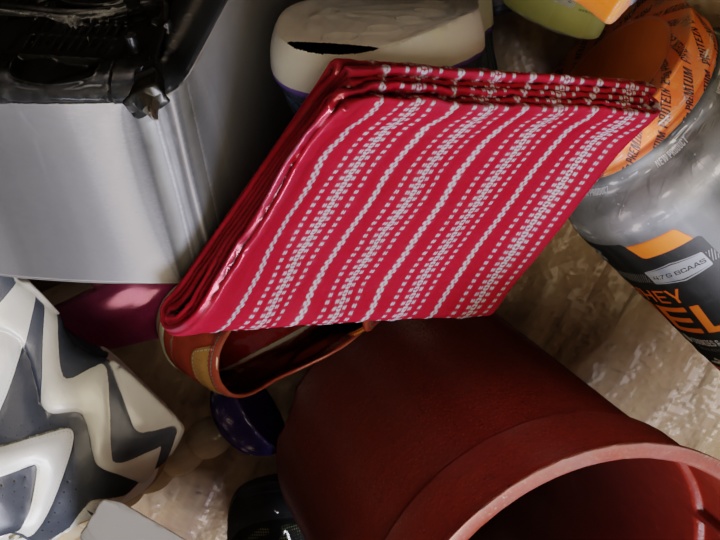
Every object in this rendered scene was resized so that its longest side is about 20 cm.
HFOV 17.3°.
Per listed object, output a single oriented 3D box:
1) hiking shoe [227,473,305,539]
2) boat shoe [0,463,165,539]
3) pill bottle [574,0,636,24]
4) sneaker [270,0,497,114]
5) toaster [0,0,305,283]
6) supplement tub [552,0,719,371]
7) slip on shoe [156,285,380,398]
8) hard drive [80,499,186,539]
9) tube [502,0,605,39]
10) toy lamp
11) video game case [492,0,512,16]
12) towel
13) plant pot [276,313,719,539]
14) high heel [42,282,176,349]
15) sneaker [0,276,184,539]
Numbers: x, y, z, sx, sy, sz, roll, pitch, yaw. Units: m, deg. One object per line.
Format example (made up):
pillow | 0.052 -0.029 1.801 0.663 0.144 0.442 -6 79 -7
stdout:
hiking shoe | -0.022 0.200 1.245 0.076 0.101 0.200 -13 122 4
boat shoe | -0.193 0.115 1.171 0.200 0.071 0.069 -34 154 12
pill bottle | 0.048 -0.188 0.967 0.200 0.106 0.106 39 114 3
sneaker | 0.014 -0.044 1.012 0.081 0.200 0.147 6 105 14
toaster | -0.122 -0.092 0.980 0.181 0.200 0.119 4 134 19
supplement tub | 0.177 -0.028 1.106 0.123 0.123 0.200 -39 116 18
slip on shoe | 0.000 0.000 1.129 0.200 0.061 0.074 -29 129 -9
hard drive | -0.069 0.156 1.094 0.132 0.200 0.026 30 76 -1
tube | 0.121 -0.198 1.024 0.058 0.052 0.200 -10 129 -51
toy lamp | -0.134 0.118 1.214 0.200 0.058 0.058 -33 118 14
video game case | 0.038 -0.177 1.065 0.200 0.019 0.143 -13 122 5
towel | 0.024 -0.026 0.970 0.200 0.022 0.145 -2 138 -46
plant pot | 0.061 0.121 1.127 0.201 0.195 0.201 -12 121 -21
high heel | -0.159 0.051 1.165 0.096 0.067 0.200 42 98 -14
sneaker | -0.193 0.053 1.085 0.199 0.079 0.130 43 84 -12
